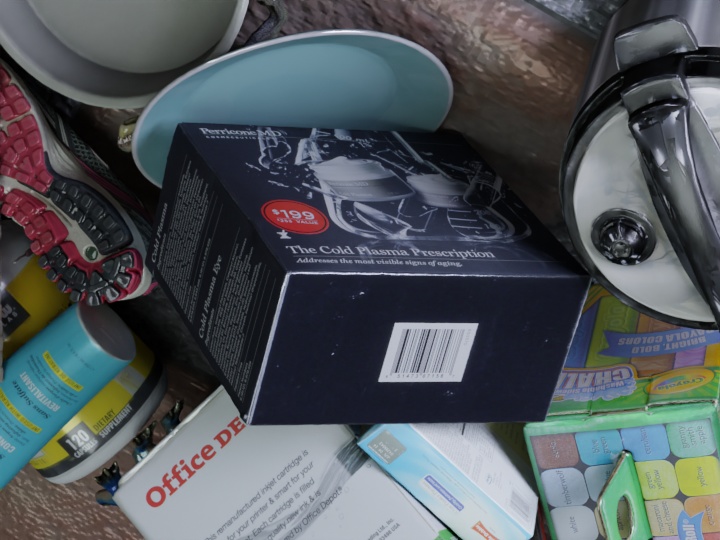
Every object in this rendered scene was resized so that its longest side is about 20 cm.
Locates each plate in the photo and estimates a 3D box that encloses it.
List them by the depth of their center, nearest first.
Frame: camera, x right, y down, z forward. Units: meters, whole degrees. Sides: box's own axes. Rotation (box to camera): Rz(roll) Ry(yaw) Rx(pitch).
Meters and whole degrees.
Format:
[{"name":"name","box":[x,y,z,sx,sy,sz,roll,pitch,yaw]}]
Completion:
[{"name":"plate","box":[-0.043,-0.099,1.450,0.200,0.026,0.200,-11,154,-5]}]

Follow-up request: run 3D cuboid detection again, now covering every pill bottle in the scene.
[{"name":"pill bottle","box":[-0.230,0.038,1.587,0.112,0.112,0.200,-33,108,29]}]

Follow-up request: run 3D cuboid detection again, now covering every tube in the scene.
[{"name":"tube","box":[-0.229,0.096,1.529,0.200,0.050,0.077,-41,92,21]}]

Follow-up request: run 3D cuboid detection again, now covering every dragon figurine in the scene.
[{"name":"dragon figurine","box":[-0.119,0.152,1.585,0.099,0.059,0.200,49,136,3]}]

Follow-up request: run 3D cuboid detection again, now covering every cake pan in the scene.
[{"name":"cake pan","box":[-0.148,-0.198,1.438,0.200,0.037,0.200,8,110,22]}]

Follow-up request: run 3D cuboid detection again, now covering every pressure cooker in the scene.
[{"name":"pressure cooker","box":[0.203,-0.062,1.359,0.176,0.200,0.179,26,123,-1]}]

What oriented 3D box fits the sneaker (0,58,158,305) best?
[{"name":"sneaker","box":[-0.201,-0.056,1.527,0.081,0.075,0.200,-43,76,20]}]

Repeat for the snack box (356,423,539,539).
[{"name":"snack box","box":[0.063,0.087,1.486,0.116,0.200,0.037,43,114,-12]}]

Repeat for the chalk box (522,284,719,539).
[{"name":"chalk box","box":[0.178,0.106,1.468,0.124,0.200,0.124,-6,120,17]}]

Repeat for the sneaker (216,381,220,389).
[{"name":"sneaker","box":[-0.081,0.044,1.578,0.146,0.077,0.202,50,133,-3]}]

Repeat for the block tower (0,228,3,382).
[{"name":"block tower","box":[-0.261,-0.019,1.486,0.058,0.054,0.200,2,92,27]}]

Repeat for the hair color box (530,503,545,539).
[{"name":"hair color box","box":[0.026,0.199,1.648,0.200,0.064,0.111,-2,119,18]}]

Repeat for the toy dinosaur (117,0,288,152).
[{"name":"toy dinosaur","box":[-0.070,-0.136,1.482,0.200,0.047,0.088,-17,119,18]}]

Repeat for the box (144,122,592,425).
[{"name":"box","box":[0.000,0.000,1.407,0.200,0.182,0.104,1,119,-28]}]

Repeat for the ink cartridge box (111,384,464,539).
[{"name":"ink cartridge box","box":[-0.030,0.162,1.451,0.147,0.083,0.200,-42,78,10]}]
